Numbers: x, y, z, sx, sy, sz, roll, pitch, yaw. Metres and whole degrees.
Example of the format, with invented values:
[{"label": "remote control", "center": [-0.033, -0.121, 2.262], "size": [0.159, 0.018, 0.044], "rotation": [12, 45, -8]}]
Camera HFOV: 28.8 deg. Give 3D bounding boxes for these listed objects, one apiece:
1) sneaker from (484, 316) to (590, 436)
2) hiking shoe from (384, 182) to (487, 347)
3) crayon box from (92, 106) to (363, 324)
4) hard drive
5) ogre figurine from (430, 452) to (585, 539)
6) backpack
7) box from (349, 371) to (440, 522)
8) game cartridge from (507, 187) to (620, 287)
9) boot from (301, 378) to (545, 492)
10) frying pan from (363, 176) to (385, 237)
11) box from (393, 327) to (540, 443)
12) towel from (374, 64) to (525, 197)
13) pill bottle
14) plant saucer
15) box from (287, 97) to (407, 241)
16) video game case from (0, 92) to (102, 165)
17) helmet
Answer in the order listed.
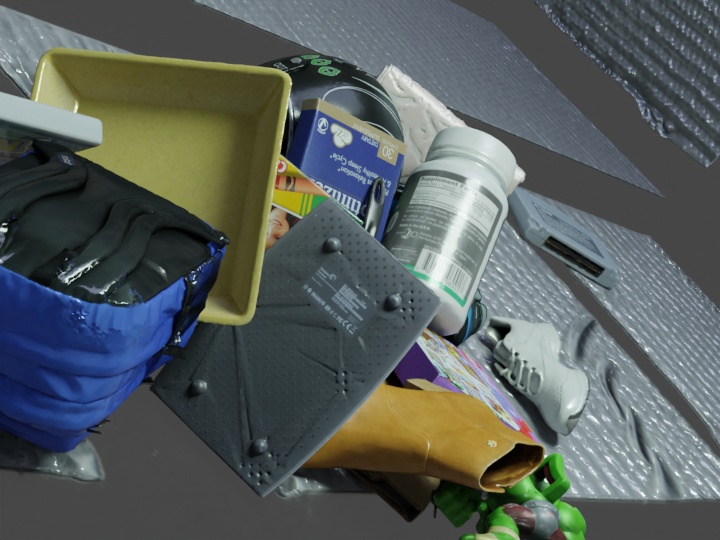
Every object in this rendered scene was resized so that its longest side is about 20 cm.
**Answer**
[{"label": "sneaker", "center": [0.192, 0.117, 1.565], "size": [0.087, 0.075, 0.200], "rotation": [18, 20, -21]}, {"label": "hiking shoe", "center": [0.072, -0.007, 1.532], "size": [0.200, 0.074, 0.087], "rotation": [56, 25, -5]}, {"label": "crayon box", "center": [-0.129, -0.031, 1.125], "size": [0.200, 0.173, 0.058], "rotation": [39, -9, 0]}, {"label": "hard drive", "center": [-0.047, 0.059, 1.065], "size": [0.135, 0.200, 0.042], "rotation": [42, -6, 10]}, {"label": "ogre figurine", "center": [0.141, 0.218, 1.189], "size": [0.199, 0.098, 0.120], "rotation": [24, 33, -9]}, {"label": "backpack", "center": [-0.190, 0.027, 0.884], "size": [0.162, 0.169, 0.200], "rotation": [21, 15, 5]}, {"label": "box", "center": [0.017, 0.133, 1.256], "size": [0.163, 0.021, 0.200], "rotation": [41, 19, 6]}, {"label": "game cartridge", "center": [0.311, -0.055, 2.185], "size": [0.200, 0.042, 0.133], "rotation": [28, 18, -29]}, {"label": "boot", "center": [0.039, 0.136, 1.103], "size": [0.201, 0.071, 0.144], "rotation": [-8, 23, -40]}, {"label": "frying pan", "center": [-0.013, 0.000, 1.303], "size": [0.115, 0.031, 0.191], "rotation": [3, 67, -37]}, {"label": "box", "center": [0.085, 0.107, 1.344], "size": [0.137, 0.039, 0.200], "rotation": [36, 8, -23]}, {"label": "towel", "center": [0.052, -0.099, 1.578], "size": [0.200, 0.191, 0.032], "rotation": [37, 17, -9]}, {"label": "pill bottle", "center": [0.087, -0.042, 1.459], "size": [0.113, 0.113, 0.201], "rotation": [33, 64, -18]}, {"label": "plant saucer", "center": [-0.160, -0.060, 1.060], "size": [0.199, 0.201, 0.048], "rotation": [7, -15, 7]}, {"label": "box", "center": [-0.030, -0.049, 1.341], "size": [0.121, 0.201, 0.032], "rotation": [23, -11, -38]}, {"label": "video game case", "center": [-0.312, -0.095, 0.966], "size": [0.200, 0.182, 0.023], "rotation": [10, 73, -54]}, {"label": "helmet", "center": [-0.047, -0.124, 1.463], "size": [0.190, 0.200, 0.200], "rotation": [4, 38, -42]}]
